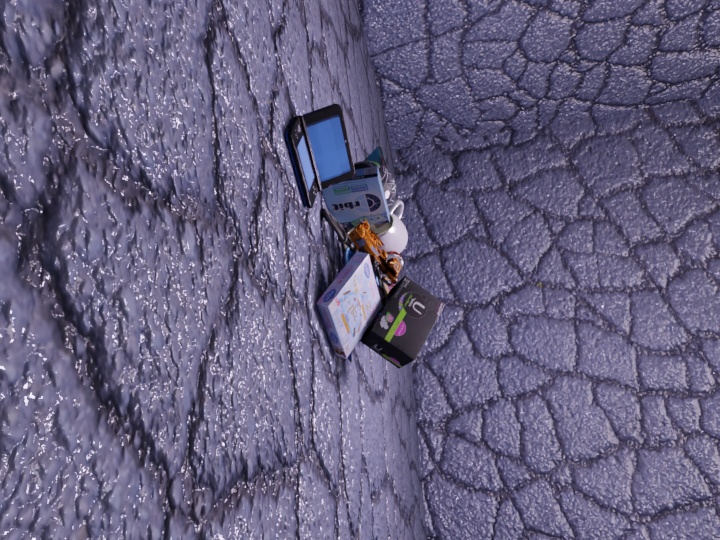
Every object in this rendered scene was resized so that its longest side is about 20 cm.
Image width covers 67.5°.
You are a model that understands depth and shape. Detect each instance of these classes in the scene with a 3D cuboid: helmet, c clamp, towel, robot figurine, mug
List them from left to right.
[{"bbox_3d":[-0.045,-0.096,1.545,0.172,0.027,0.200,61,7,22],"label":"c clamp"},{"bbox_3d":[0.018,-0.255,1.710,0.200,0.189,0.202,-12,90,-82],"label":"helmet"},{"bbox_3d":[0.023,-0.315,1.863,0.022,0.200,0.148,5,60,-38],"label":"towel"},{"bbox_3d":[0.048,-0.047,1.553,0.200,0.058,0.145,51,21,-7],"label":"robot figurine"},{"bbox_3d":[0.094,-0.159,1.910,0.201,0.147,0.175,-59,161,-3],"label":"mug"}]

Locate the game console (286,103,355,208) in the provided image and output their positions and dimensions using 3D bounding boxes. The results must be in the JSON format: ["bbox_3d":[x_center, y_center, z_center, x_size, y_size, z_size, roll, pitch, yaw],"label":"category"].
[{"bbox_3d":[-0.092,-0.281,1.320,0.171,0.117,0.201,-83,163,-57],"label":"game console"}]

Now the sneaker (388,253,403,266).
[{"bbox_3d":[0.090,-0.022,1.733,0.200,0.086,0.076,-147,-131,-77],"label":"sneaker"}]

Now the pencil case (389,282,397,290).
[{"bbox_3d":[0.092,0.138,1.812,0.083,0.086,0.201,32,56,-27],"label":"pencil case"}]

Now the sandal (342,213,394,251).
[{"bbox_3d":[0.024,-0.125,1.728,0.080,0.200,0.057,55,-12,-10],"label":"sandal"}]

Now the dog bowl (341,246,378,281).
[{"bbox_3d":[0.000,0.000,1.635,0.050,0.111,0.201,93,-6,-66],"label":"dog bowl"}]

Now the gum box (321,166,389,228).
[{"bbox_3d":[-0.013,-0.207,1.572,0.200,0.169,0.045,69,17,-52],"label":"gum box"}]

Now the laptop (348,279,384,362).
[{"bbox_3d":[-0.005,0.120,1.507,0.116,0.200,0.188,48,-8,36],"label":"laptop"}]

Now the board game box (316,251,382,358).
[{"bbox_3d":[-0.023,0.090,1.405,0.200,0.041,0.201,-52,142,-35],"label":"board game box"}]

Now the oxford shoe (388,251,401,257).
[{"bbox_3d":[0.067,0.010,1.871,0.071,0.072,0.200,52,51,0],"label":"oxford shoe"}]

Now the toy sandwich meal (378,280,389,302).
[{"bbox_3d":[0.034,0.111,1.705,0.205,0.070,0.207,179,-90,-73],"label":"toy sandwich meal"}]

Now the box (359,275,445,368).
[{"bbox_3d":[0.119,0.149,1.538,0.201,0.148,0.124,-57,-177,-27],"label":"box"}]

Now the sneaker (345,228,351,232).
[{"bbox_3d":[0.018,-0.072,1.803,0.075,0.105,0.201,-116,-168,-64],"label":"sneaker"}]
